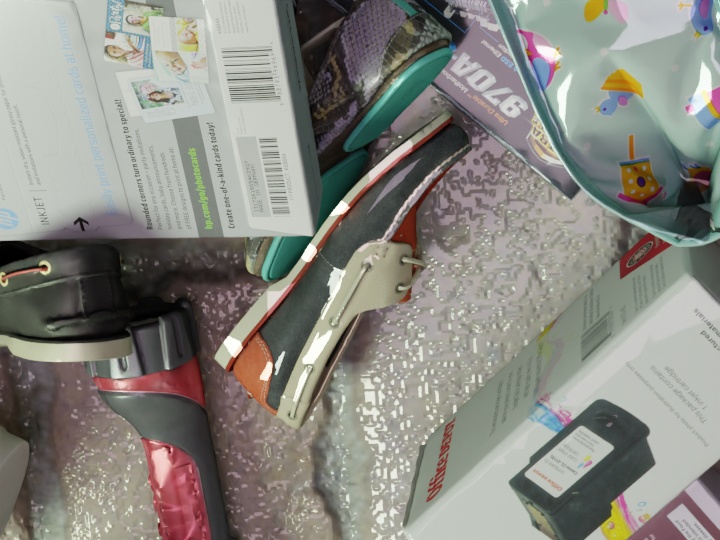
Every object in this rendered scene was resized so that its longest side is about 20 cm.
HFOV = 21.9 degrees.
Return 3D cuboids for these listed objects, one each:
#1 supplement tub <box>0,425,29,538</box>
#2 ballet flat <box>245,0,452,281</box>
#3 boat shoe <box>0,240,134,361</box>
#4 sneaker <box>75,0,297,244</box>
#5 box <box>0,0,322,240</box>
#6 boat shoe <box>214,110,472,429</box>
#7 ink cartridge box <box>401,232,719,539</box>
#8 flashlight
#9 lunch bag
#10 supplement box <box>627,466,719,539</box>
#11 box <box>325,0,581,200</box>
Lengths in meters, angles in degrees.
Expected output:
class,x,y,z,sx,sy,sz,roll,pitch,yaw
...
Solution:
class,x,y,z,sx,sy,sz,roll,pitch,yaw
supplement tub,-0.304,0.113,1.050,0.199,0.145,0.145,24,106,2
ballet flat,-0.020,-0.077,0.987,0.072,0.072,0.200,36,132,-2
boat shoe,-0.186,0.014,1.009,0.073,0.201,0.063,-7,94,-35
sneaker,-0.101,-0.087,1.016,0.071,0.080,0.200,46,126,-10
box,-0.127,-0.085,0.915,0.199,0.041,0.156,-2,132,9
boat shoe,0.000,0.000,1.014,0.063,0.071,0.200,43,110,8
ink cartridge box,0.125,0.076,0.979,0.083,0.146,0.200,44,106,-6
flashlight,-0.111,0.119,1.064,0.067,0.068,0.201,-6,102,9
lunch bag,0.135,-0.120,0.868,0.122,0.170,0.201,-24,100,20
supplement box,0.147,0.205,1.051,0.200,0.061,0.109,-41,94,14
box,0.086,-0.161,0.977,0.200,0.046,0.159,38,106,-2
